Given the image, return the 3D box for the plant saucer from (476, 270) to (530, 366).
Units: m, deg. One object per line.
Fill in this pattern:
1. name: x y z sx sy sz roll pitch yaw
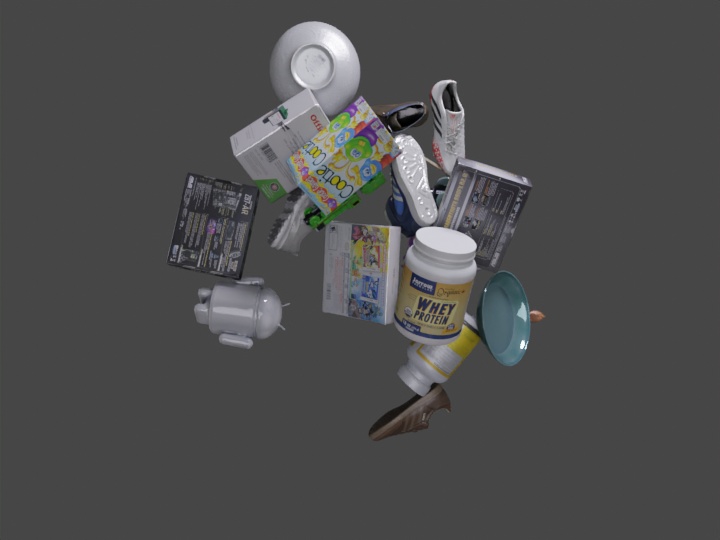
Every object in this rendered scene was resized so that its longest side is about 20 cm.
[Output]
1. plant saucer: 0.301 0.103 1.519 0.036 0.199 0.203 -7 99 41

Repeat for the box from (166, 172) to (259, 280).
1. box: -0.314 -0.094 1.518 0.158 0.044 0.203 11 82 -2

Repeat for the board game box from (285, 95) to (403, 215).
1. board game box: -0.033 -0.226 1.405 0.199 0.103 0.105 -39 130 9

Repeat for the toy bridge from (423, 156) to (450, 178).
1. toy bridge: 0.111 -0.219 1.536 0.196 0.027 0.068 1 96 -1

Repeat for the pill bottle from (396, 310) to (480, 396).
1. pill bottle: 0.172 0.170 1.539 0.112 0.112 0.201 39 96 -4

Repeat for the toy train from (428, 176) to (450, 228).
1. toy train: 0.231 -0.131 1.511 0.196 0.086 0.115 4 127 0

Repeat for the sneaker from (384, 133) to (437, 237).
1. sneaker: 0.081 -0.169 1.491 0.080 0.146 0.203 -17 87 -31

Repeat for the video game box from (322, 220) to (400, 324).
1. video game box: 0.000 0.000 1.503 0.180 0.046 0.204 9 100 42

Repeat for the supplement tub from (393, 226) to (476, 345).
1. supplement tub: 0.149 0.030 1.404 0.142 0.145 0.203 9 115 -1

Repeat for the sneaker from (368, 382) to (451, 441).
1. sneaker: 0.113 0.335 1.579 0.199 0.070 0.076 -35 97 4

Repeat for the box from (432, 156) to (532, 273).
1. box: 0.238 -0.110 1.438 0.156 0.048 0.202 16 115 -2

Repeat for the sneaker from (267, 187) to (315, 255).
1. sneaker: -0.122 -0.127 1.537 0.081 0.075 0.201 30 95 -31

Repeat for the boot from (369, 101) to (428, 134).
1. boot: 0.050 -0.317 1.489 0.197 0.097 0.076 -17 96 2

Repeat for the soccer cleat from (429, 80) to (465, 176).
1. soccer cleat: 0.188 -0.299 1.488 0.068 0.085 0.204 -8 91 -16

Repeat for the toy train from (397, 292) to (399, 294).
1. toy train: 0.118 0.051 1.553 0.197 0.056 0.042 -12 97 2

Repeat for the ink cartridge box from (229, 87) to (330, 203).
1. ink cartridge box: -0.146 -0.257 1.467 0.198 0.085 0.147 -30 132 6

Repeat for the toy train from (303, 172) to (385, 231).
1. toy train: -0.033 -0.152 1.489 0.199 0.057 0.042 -37 52 0

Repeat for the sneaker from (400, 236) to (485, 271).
1. sneaker: 0.187 -0.041 1.536 0.197 0.081 0.090 4 83 -2

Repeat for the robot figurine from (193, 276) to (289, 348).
1. robot figurine: -0.254 0.086 1.528 0.197 0.113 0.172 8 63 0

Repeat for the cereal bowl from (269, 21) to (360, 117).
1. cereal bowl: -0.098 -0.421 1.485 0.196 0.083 0.204 0 97 1
